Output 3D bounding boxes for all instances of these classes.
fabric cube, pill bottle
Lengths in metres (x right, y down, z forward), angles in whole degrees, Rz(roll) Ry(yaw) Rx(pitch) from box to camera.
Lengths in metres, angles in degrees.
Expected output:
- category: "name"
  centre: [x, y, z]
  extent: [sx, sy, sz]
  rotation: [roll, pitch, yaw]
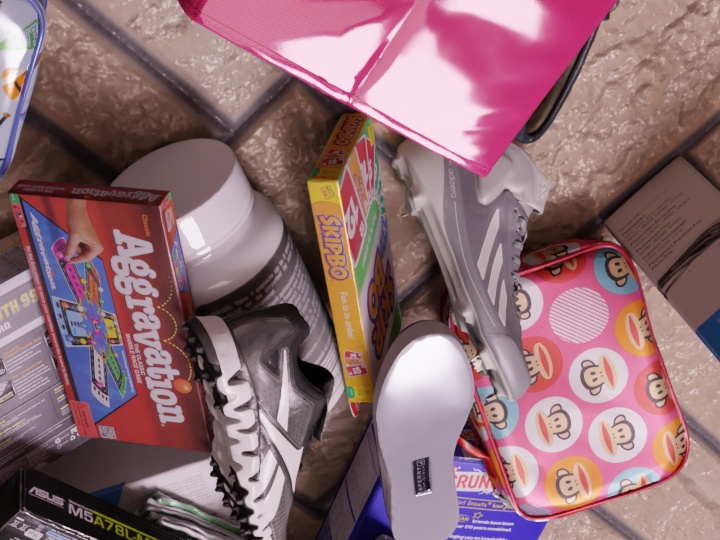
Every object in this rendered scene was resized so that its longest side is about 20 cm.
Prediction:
- category: "fabric cube"
  centre: [0.026, -0.211, 0.670]
  extent: [0.200, 0.196, 0.200]
  rotation: [24, 115, -28]
- category: "pill bottle"
  centre: [-0.091, 0.015, 0.847]
  extent: [0.114, 0.114, 0.200]
  rotation: [-23, 127, 1]

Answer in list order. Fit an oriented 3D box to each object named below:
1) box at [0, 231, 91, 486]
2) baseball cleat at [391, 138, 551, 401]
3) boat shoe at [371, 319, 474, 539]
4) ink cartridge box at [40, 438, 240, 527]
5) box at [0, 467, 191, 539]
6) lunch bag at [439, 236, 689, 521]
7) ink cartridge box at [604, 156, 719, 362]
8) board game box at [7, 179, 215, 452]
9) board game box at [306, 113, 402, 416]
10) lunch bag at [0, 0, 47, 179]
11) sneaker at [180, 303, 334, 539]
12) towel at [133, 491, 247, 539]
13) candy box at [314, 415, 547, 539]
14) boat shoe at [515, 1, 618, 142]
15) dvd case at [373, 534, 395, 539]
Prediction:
- category: "box"
  centre: [-0.247, 0.070, 0.828]
  extent: [0.200, 0.048, 0.159]
  rotation: [-33, 133, -30]
- category: "baseball cleat"
  centre: [0.099, -0.013, 0.861]
  extent: [0.106, 0.070, 0.200]
  rotation: [-23, 93, -6]
- category: "boat shoe"
  centre: [0.040, 0.109, 0.886]
  extent: [0.071, 0.070, 0.200]
  rotation: [-11, 126, -9]
- category: "ink cartridge box"
  centre: [-0.165, 0.213, 0.982]
  extent: [0.146, 0.086, 0.200]
  rotation: [-17, 128, -3]
- category: "box"
  centre: [-0.218, 0.245, 0.877]
  extent: [0.200, 0.048, 0.193]
  rotation: [33, 116, -33]
- category: "lunch bag"
  centre: [0.143, 0.087, 0.937]
  extent: [0.176, 0.082, 0.200]
  rotation: [-18, 97, -4]
- category: "ink cartridge box"
  centre: [0.286, 0.023, 0.902]
  extent: [0.084, 0.200, 0.146]
  rotation: [-44, 124, 13]
- category: "board game box"
  centre: [-0.155, 0.034, 0.791]
  extent: [0.103, 0.019, 0.200]
  rotation: [4, 126, 15]
- category: "board game box"
  centre: [0.000, 0.000, 0.865]
  extent: [0.030, 0.096, 0.200]
  rotation: [3, 125, 14]
- category: "lunch bag"
  centre: [-0.292, -0.130, 0.718]
  extent: [0.200, 0.076, 0.160]
  rotation: [12, 122, -23]
- category: "sneaker"
  centre: [-0.054, 0.103, 0.803]
  extent: [0.090, 0.066, 0.200]
  rotation: [-21, 126, -20]
- category: "towel"
  centre: [-0.157, 0.266, 0.950]
  extent: [0.149, 0.031, 0.200]
  rotation: [30, 113, -29]
- category: "candy box"
  centre: [0.064, 0.213, 1.050]
  extent: [0.169, 0.077, 0.200]
  rotation: [11, 122, -21]
- category: "boat shoe"
  centre: [0.137, -0.176, 0.789]
  extent: [0.076, 0.060, 0.200]
  rotation: [-12, 138, -42]
- category: "dvd case"
  centre: [-0.007, 0.307, 1.035]
  extent: [0.200, 0.016, 0.149]
  rotation: [-40, 130, 17]
